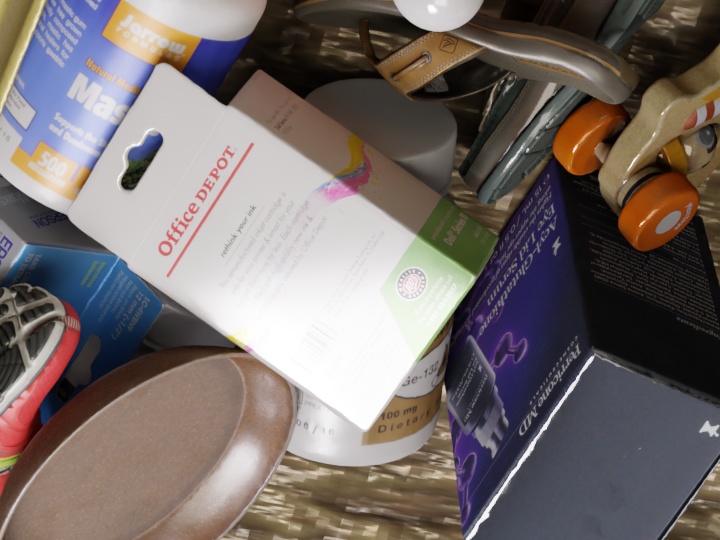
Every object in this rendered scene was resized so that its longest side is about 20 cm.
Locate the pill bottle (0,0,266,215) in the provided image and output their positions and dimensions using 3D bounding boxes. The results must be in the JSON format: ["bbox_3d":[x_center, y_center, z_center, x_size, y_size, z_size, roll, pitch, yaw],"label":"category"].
[{"bbox_3d":[-0.118,-0.134,1.571,0.112,0.112,0.201,24,120,-17],"label":"pill bottle"}]

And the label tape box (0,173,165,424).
[{"bbox_3d":[-0.223,0.009,1.626,0.200,0.066,0.144,44,118,17],"label":"label tape box"}]

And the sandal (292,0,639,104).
[{"bbox_3d":[0.051,-0.113,1.573,0.199,0.082,0.055,18,88,16],"label":"sandal"}]

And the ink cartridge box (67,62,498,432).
[{"bbox_3d":[-0.042,-0.022,1.559,0.199,0.067,0.117,35,116,0],"label":"ink cartridge box"}]

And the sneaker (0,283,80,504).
[{"bbox_3d":[-0.197,0.086,1.593,0.084,0.077,0.200,15,128,-32],"label":"sneaker"}]

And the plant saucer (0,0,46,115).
[{"bbox_3d":[-0.242,-0.191,1.539,0.199,0.048,0.201,30,118,5],"label":"plant saucer"}]

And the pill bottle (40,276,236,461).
[{"bbox_3d":[-0.142,0.076,1.699,0.119,0.120,0.201,22,120,-16],"label":"pill bottle"}]

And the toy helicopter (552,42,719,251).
[{"bbox_3d":[0.206,-0.104,1.615,0.132,0.079,0.200,-4,137,-49],"label":"toy helicopter"}]

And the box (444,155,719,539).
[{"bbox_3d":[0.127,0.058,1.650,0.104,0.200,0.148,23,119,-17],"label":"box"}]

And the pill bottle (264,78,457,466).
[{"bbox_3d":[0.000,0.000,1.660,0.113,0.115,0.201,4,122,-5],"label":"pill bottle"}]

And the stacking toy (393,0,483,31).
[{"bbox_3d":[0.041,-0.184,1.493,0.145,0.200,0.147,-1,123,-2],"label":"stacking toy"}]

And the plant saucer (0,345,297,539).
[{"bbox_3d":[-0.124,0.111,1.611,0.200,0.035,0.201,-31,149,-21],"label":"plant saucer"}]

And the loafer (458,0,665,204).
[{"bbox_3d":[0.111,-0.128,1.622,0.063,0.072,0.200,42,112,10],"label":"loafer"}]
